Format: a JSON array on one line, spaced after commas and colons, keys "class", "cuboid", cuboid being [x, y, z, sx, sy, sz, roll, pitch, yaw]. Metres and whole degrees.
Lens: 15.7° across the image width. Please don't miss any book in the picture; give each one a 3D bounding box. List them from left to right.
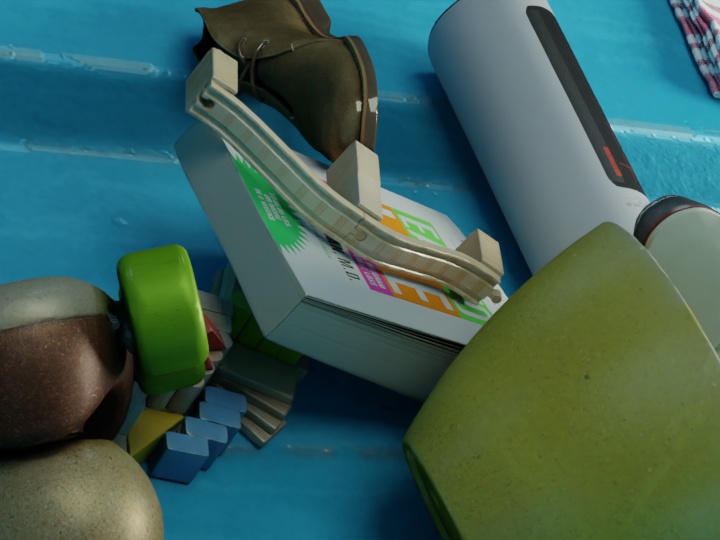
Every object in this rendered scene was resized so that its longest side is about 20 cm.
[{"class": "book", "cuboid": [0.000, 0.000, 1.363, 0.200, 0.048, 0.134, 20, 33, -47]}]

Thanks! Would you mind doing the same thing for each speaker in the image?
[{"class": "speaker", "cuboid": [0.109, -0.069, 1.523, 0.081, 0.081, 0.200, 2, 50, -33]}]

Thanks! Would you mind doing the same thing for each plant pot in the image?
[{"class": "plant pot", "cuboid": [0.105, 0.096, 1.292, 0.142, 0.200, 0.200, -26, 63, -7]}]

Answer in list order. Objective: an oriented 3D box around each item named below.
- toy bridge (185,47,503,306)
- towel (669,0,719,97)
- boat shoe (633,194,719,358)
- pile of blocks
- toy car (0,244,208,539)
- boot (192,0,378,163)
[{"class": "toy bridge", "cuboid": [-0.003, -0.037, 1.329, 0.200, 0.027, 0.067, 34, 26, -22]}, {"class": "towel", "cuboid": [0.276, -0.183, 1.784, 0.146, 0.030, 0.200, 8, 47, -30]}, {"class": "boat shoe", "cuboid": [0.185, 0.017, 1.382, 0.200, 0.071, 0.063, 51, 11, -48]}, {"class": "pile of blocks", "cuboid": [-0.070, 0.048, 1.301, 0.082, 0.062, 0.200, 39, 41, 5]}, {"class": "toy car", "cuboid": [-0.135, 0.108, 1.150, 0.164, 0.158, 0.201, -13, 83, -6]}, {"class": "boot", "cuboid": [-0.041, -0.103, 1.432, 0.075, 0.074, 0.200, 1, 21, -20]}]
